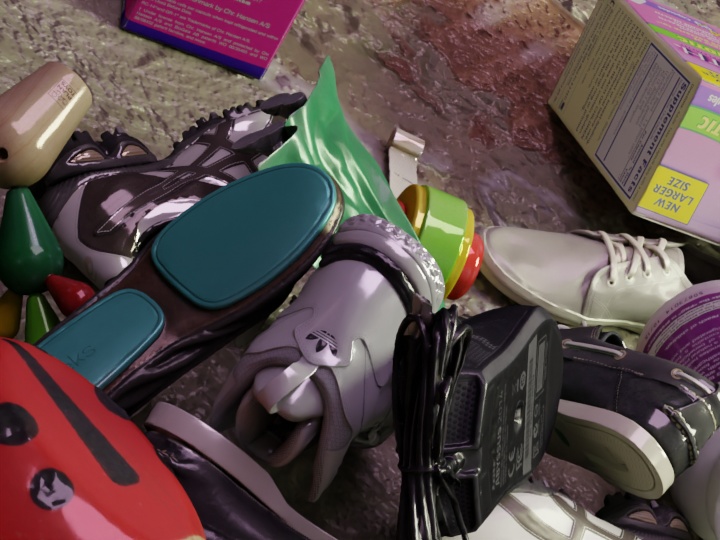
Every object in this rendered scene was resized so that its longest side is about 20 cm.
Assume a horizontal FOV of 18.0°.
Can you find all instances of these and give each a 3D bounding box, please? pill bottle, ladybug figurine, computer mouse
[{"bbox_3d":[0.218,0.090,1.257,0.112,0.113,0.200,26,18,-11],"label":"pill bottle"},{"bbox_3d":[-0.132,0.097,0.973,0.200,0.072,0.136,46,25,18],"label":"ladybug figurine"},{"bbox_3d":[0.046,0.066,1.081,0.052,0.139,0.200,7,12,20],"label":"computer mouse"}]

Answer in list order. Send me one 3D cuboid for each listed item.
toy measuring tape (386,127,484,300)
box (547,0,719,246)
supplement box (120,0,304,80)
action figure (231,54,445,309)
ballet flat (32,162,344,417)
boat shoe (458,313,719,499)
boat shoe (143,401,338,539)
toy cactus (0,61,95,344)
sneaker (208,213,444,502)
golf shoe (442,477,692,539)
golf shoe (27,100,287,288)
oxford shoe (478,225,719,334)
[{"bbox_3d":[0.037,-0.038,1.344,0.073,0.074,0.200,23,37,-15],"label":"toy measuring tape"},{"bbox_3d":[0.243,-0.090,1.499,0.175,0.097,0.200,19,20,-19],"label":"box"},{"bbox_3d":[-0.064,-0.234,1.382,0.103,0.200,0.101,19,37,-20],"label":"supplement box"},{"bbox_3d":[0.000,0.000,1.213,0.201,0.054,0.118,62,35,-22],"label":"action figure"},{"bbox_3d":[-0.091,0.021,1.107,0.200,0.069,0.068,-35,64,-14],"label":"ballet flat"},{"bbox_3d":[0.115,0.061,1.227,0.200,0.068,0.072,22,-28,52],"label":"boat shoe"},{"bbox_3d":[-0.035,0.144,1.077,0.200,0.074,0.060,40,76,-16],"label":"boat shoe"},{"bbox_3d":[-0.195,-0.042,1.111,0.200,0.102,0.165,40,65,-1],"label":"toy cactus"},{"bbox_3d":[-0.021,0.061,1.115,0.075,0.200,0.115,34,64,11],"label":"sneaker"},{"bbox_3d":[0.105,0.162,1.154,0.199,0.078,0.095,4,45,-34],"label":"golf shoe"},{"bbox_3d":[-0.082,-0.032,1.231,0.199,0.078,0.095,-16,58,-34],"label":"golf shoe"},{"bbox_3d":[0.161,0.001,1.409,0.199,0.058,0.075,15,41,-23],"label":"oxford shoe"}]
